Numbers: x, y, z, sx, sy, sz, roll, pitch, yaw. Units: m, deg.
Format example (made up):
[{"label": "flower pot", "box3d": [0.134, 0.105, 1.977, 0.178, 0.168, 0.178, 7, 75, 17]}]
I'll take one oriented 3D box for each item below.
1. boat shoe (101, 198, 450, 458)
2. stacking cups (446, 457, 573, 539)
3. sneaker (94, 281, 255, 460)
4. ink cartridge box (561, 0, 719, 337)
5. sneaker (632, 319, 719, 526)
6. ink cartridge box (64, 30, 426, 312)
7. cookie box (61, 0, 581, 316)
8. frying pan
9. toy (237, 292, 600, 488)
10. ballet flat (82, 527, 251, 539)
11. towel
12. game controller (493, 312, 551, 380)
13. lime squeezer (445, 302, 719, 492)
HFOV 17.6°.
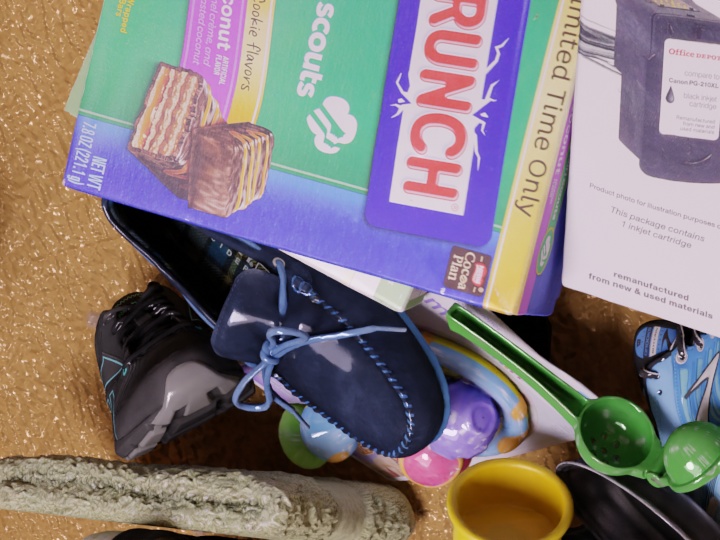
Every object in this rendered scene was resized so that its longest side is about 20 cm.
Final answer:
[{"label": "boat shoe", "box3d": [-0.047, 0.024, 1.083, 0.200, 0.068, 0.085, 37, 125, 28]}, {"label": "stacking cups", "box3d": [0.068, 0.181, 1.140, 0.060, 0.061, 0.201, 20, 135, 20]}, {"label": "sneaker", "box3d": [-0.107, 0.049, 1.182, 0.080, 0.075, 0.200, 64, 167, 0]}, {"label": "ink cartridge box", "box3d": [0.148, -0.099, 0.898, 0.084, 0.145, 0.201, 18, 130, 22]}, {"label": "sneaker", "box3d": [0.161, 0.042, 1.043, 0.090, 0.078, 0.201, 26, 133, 19]}, {"label": "ink cartridge box", "box3d": [-0.032, -0.091, 1.048, 0.199, 0.048, 0.146, 27, 102, 11]}, {"label": "cookie box", "box3d": [-0.001, -0.088, 0.935, 0.199, 0.075, 0.172, 16, 96, 16]}, {"label": "frying pan", "box3d": [0.138, 0.137, 1.117, 0.115, 0.031, 0.190, 41, 166, 12]}, {"label": "toy", "box3d": [0.023, 0.073, 1.133, 0.115, 0.047, 0.200, 38, 153, -22]}, {"label": "ballet flat", "box3d": [-0.108, 0.167, 1.217, 0.068, 0.200, 0.068, 11, 85, 21]}, {"label": "towel", "box3d": [-0.086, 0.120, 1.233, 0.199, 0.148, 0.037, 2, 83, 33]}, {"label": "game controller", "box3d": [0.000, 0.000, 1.134, 0.199, 0.042, 0.105, 12, 140, 25]}, {"label": "lime squeezer", "box3d": [0.131, 0.064, 1.014, 0.199, 0.038, 0.071, 17, 126, 32]}]
